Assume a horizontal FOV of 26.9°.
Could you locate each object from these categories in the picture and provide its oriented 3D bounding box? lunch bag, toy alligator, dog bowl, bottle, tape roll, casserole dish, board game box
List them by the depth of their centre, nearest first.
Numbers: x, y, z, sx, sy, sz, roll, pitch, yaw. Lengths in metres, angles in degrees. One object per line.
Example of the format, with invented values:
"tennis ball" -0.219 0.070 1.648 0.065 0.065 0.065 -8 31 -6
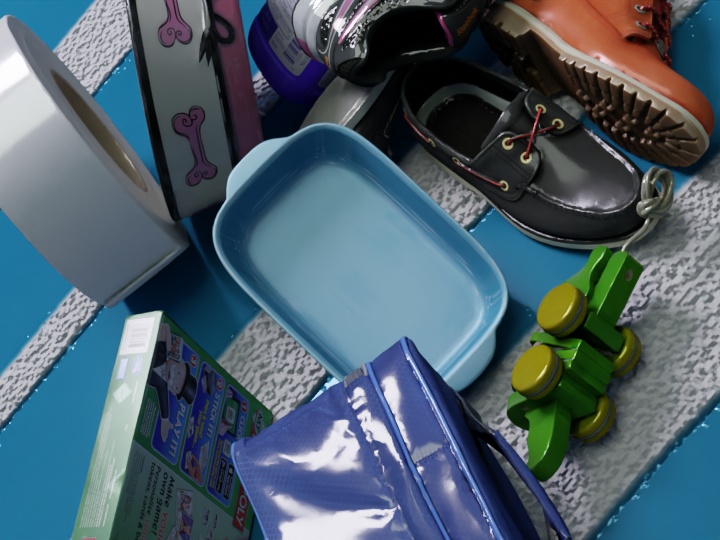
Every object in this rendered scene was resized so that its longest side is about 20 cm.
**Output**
"lunch bag" 0.037 0.144 0.787 0.132 0.136 0.201 -34 50 6
"toy alligator" 0.126 0.029 0.866 0.054 0.059 0.201 -6 53 55
"board game box" -0.110 0.144 0.873 0.029 0.135 0.201 -7 56 26
"casserole dish" 0.000 0.000 0.928 0.200 0.039 0.121 43 82 12
"tape roll" -0.204 -0.074 1.033 0.071 0.203 0.203 -37 48 1
"dog bowl" -0.111 -0.138 1.035 0.073 0.201 0.201 -9 52 -3
"bottle" -0.002 -0.208 1.040 0.200 0.065 0.084 -51 54 31

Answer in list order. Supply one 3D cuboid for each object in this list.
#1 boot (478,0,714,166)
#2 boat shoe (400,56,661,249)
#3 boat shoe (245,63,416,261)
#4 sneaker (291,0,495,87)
"boot" 0.169 -0.145 0.951 0.107 0.075 0.200 -39 47 -5
"boat shoe" 0.101 -0.075 0.949 0.074 0.063 0.201 -48 50 -10
"boat shoe" -0.014 -0.067 1.011 0.074 0.060 0.201 -4 51 59
"sneaker" 0.059 -0.179 0.973 0.199 0.080 0.086 -36 44 2
